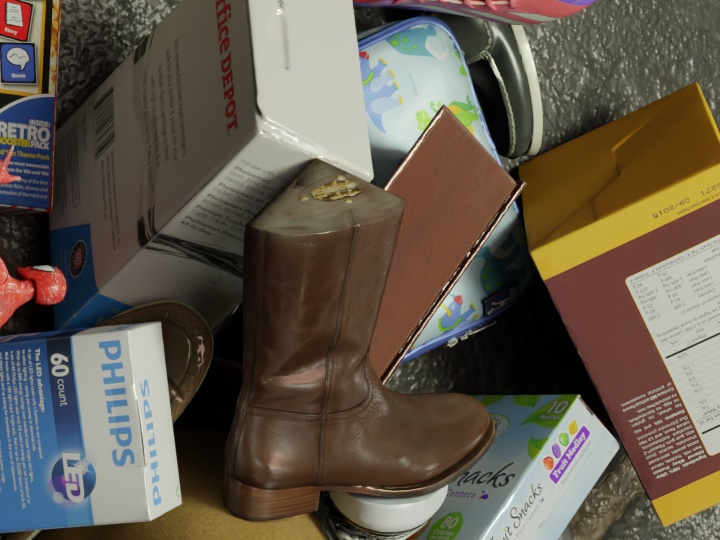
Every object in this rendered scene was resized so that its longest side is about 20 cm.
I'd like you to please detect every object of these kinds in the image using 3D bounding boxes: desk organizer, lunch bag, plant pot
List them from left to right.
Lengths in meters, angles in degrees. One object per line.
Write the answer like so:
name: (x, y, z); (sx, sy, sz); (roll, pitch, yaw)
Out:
plant pot: (-0.079, 0.199, 1.510); (0.185, 0.200, 0.188); (-3, 100, -17)
desk organizer: (0.000, 0.000, 1.590); (0.077, 0.072, 0.200); (45, 72, -30)
lunch bag: (0.011, -0.045, 1.692); (0.160, 0.082, 0.201); (-23, 100, -31)

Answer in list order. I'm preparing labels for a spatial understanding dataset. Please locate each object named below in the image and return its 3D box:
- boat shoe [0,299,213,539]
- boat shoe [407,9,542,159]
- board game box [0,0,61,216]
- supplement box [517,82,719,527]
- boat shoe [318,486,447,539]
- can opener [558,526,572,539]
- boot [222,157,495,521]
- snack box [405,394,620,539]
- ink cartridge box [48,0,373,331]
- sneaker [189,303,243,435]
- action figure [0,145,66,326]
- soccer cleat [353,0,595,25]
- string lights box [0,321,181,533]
boat shoe: (-0.157, 0.086, 1.526); (0.200, 0.076, 0.072); (-39, 85, 13)
boat shoe: (0.062, -0.162, 1.747); (0.067, 0.072, 0.201); (-24, 102, -17)
board game box: (-0.243, -0.138, 1.535); (0.151, 0.046, 0.202); (6, 84, -35)
supplement box: (0.203, 0.018, 1.731); (0.132, 0.197, 0.201); (-25, 105, 9)
boat shoe: (0.008, 0.136, 1.611); (0.073, 0.199, 0.069); (2, 100, -10)
can opener: (0.133, 0.230, 1.778); (0.052, 0.066, 0.201); (-16, 92, -35)
boot: (0.010, 0.028, 1.480); (0.186, 0.064, 0.201); (-16, 125, -36)
snack box: (0.052, 0.165, 1.671); (0.053, 0.142, 0.200); (50, 62, -24)
ink cartridge box: (-0.087, -0.062, 1.522); (0.084, 0.200, 0.147); (23, 43, -32)
sneaker: (-0.069, 0.051, 1.642); (0.082, 0.073, 0.201); (-13, 106, -39)
action figure: (-0.257, -0.017, 1.479); (0.199, 0.065, 0.099); (7, 50, -8)
soccer cleat: (0.052, -0.181, 1.660); (0.076, 0.199, 0.067); (-36, 131, -57)
string lights box: (-0.203, 0.089, 1.467); (0.059, 0.199, 0.104); (-16, 100, -76)
